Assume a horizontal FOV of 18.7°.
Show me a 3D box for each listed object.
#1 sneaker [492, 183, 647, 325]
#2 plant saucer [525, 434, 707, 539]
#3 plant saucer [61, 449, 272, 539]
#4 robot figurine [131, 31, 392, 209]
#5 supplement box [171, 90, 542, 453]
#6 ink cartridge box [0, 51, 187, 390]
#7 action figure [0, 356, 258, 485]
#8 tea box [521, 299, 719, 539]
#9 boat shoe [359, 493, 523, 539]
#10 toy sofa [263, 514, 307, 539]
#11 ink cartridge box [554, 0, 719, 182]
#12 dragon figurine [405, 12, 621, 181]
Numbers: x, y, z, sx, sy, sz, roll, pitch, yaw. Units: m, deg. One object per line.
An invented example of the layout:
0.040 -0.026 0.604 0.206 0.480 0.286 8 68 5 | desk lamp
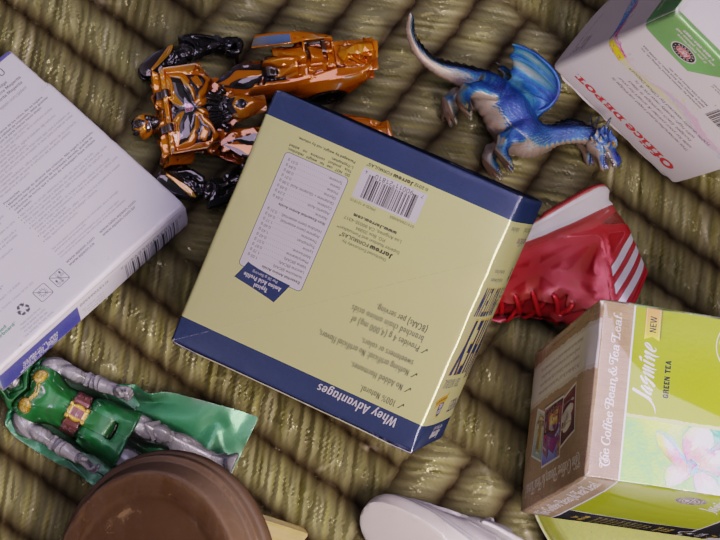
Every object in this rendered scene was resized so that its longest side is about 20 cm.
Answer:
0.141 0.023 1.709 0.200 0.078 0.116 -31 82 -14 | sneaker
0.223 0.159 1.712 0.200 0.031 0.200 2 76 -9 | plant saucer
-0.146 0.227 1.559 0.200 0.029 0.200 -5 80 32 | plant saucer
-0.080 -0.127 1.718 0.200 0.058 0.145 -7 76 -12 | robot figurine
0.000 0.000 1.611 0.200 0.134 0.200 24 95 10 | supplement box
-0.270 -0.041 1.667 0.200 0.043 0.196 41 72 19 | ink cartridge box
-0.192 0.120 1.644 0.200 0.055 0.118 25 76 2 | action figure
0.237 0.117 1.605 0.197 0.200 0.134 8 76 -8 | tea box
0.097 0.221 1.657 0.200 0.072 0.069 24 35 16 | boat shoe
-0.050 0.272 1.562 0.098 0.083 0.200 -53 47 14 | toy sofa
0.265 -0.158 1.697 0.145 0.200 0.084 42 70 -12 | ink cartridge box
0.121 -0.142 1.754 0.099 0.059 0.200 -41 90 -18 | dragon figurine
